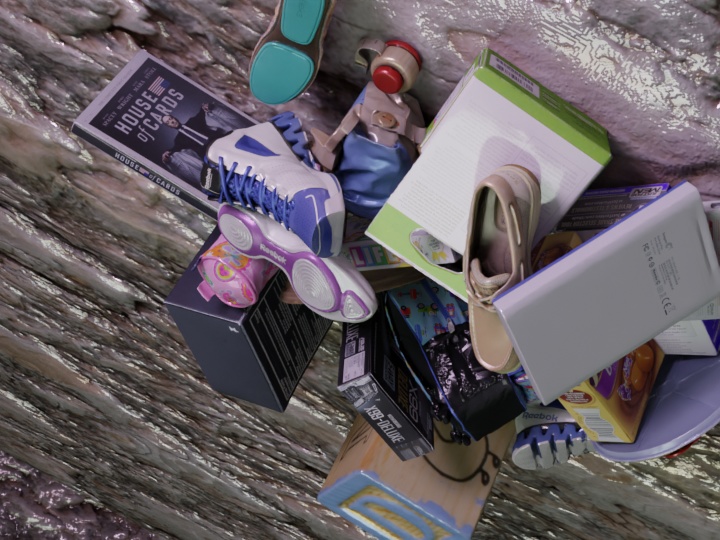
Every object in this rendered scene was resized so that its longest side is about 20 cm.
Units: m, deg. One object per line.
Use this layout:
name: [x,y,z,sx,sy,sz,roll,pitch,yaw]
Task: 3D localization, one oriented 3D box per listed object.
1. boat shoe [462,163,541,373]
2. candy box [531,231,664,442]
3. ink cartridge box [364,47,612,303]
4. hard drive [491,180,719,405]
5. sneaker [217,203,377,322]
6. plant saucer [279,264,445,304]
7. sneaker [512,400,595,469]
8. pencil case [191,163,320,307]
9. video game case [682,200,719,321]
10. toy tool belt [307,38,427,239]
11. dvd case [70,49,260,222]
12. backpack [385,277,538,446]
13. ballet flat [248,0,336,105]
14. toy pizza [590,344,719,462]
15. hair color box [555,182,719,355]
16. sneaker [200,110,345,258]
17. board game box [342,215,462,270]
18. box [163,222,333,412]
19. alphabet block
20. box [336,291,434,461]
boat shoe: [0.121,0.006,0.905,0.072,0.065,0.201,17,116,32]
candy box: [0.229,0.071,1.020,0.056,0.117,0.200,-10,132,47]
ink cartridge box: [0.118,-0.085,0.955,0.148,0.076,0.200,33,117,-6]
hard drive: [0.227,0.023,0.897,0.132,0.200,0.025,60,178,-37]
sneaker: [-0.052,-0.027,1.045,0.200,0.100,0.075,38,134,16]
plant saucer: [0.000,0.000,1.173,0.200,0.200,0.030,-4,102,41]
sneaker: [0.281,0.173,1.266,0.199,0.115,0.081,-10,142,4]
pencil case: [-0.110,-0.045,1.156,0.087,0.200,0.088,22,145,17]
video game case: [0.378,-0.011,0.933,0.199,0.018,0.143,-4,132,16]
toy tool belt: [0.010,-0.125,1.024,0.125,0.123,0.200,24,147,8]
dvd case: [-0.199,-0.151,1.124,0.200,0.150,0.025,32,139,-5]
backpack: [0.119,0.091,1.219,0.200,0.134,0.183,61,-177,25]
ballet flat: [-0.057,-0.236,0.972,0.068,0.067,0.200,27,149,-9]
toy pizza: [0.335,0.137,1.066,0.032,0.200,0.200,50,144,-13]
hair color box: [0.296,0.003,1.039,0.109,0.065,0.200,-2,138,40]
sneaker: [-0.095,-0.081,0.993,0.200,0.115,0.081,-121,27,-43]
board game box: [0.053,-0.044,1.094,0.200,0.134,0.034,-5,112,41]
box: [-0.129,0.039,1.292,0.123,0.199,0.200,12,144,24]
alphabet block: [0.082,0.280,1.467,0.195,0.200,0.196,33,148,-8]
box: [0.035,0.118,1.276,0.050,0.200,0.158,-25,124,21]
